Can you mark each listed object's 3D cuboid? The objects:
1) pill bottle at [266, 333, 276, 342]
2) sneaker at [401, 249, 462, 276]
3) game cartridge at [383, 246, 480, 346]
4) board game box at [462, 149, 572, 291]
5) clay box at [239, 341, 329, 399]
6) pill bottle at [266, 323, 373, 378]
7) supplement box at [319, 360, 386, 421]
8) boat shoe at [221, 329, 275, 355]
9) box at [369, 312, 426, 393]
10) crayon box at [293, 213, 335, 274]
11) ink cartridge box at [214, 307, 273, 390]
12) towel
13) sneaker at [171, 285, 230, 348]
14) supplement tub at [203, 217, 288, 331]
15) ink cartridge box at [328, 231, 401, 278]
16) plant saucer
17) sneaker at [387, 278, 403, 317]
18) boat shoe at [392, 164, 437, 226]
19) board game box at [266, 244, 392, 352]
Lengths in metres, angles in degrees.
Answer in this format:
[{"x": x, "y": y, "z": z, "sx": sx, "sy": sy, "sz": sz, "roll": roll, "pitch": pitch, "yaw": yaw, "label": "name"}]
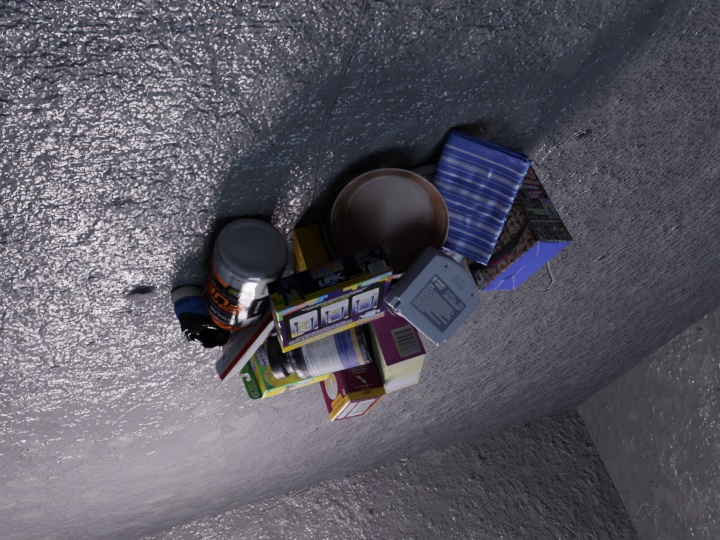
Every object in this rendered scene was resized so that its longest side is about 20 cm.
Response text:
[{"x": -0.100, "y": 0.135, "z": 1.452, "sx": 0.197, "sy": 0.112, "sz": 0.111, "roll": -5, "pitch": 150, "yaw": -30, "label": "pill bottle"}, {"x": 0.127, "y": -0.026, "z": 1.331, "sx": 0.200, "sy": 0.077, "sz": 0.140, "roll": -48, "pitch": 150, "yaw": -17, "label": "sneaker"}, {"x": 0.133, "y": 0.045, "z": 1.157, "sx": 0.134, "sy": 0.041, "sz": 0.200, "roll": -51, "pitch": 138, "yaw": -2, "label": "game cartridge"}, {"x": 0.252, "y": -0.090, "z": 1.191, "sx": 0.096, "sy": 0.202, "sz": 0.160, "roll": -1, "pitch": 148, "yaw": -37, "label": "board game box"}, {"x": -0.175, "y": 0.213, "z": 1.516, "sx": 0.198, "sy": 0.116, "sz": 0.048, "roll": -11, "pitch": 152, "yaw": -34, "label": "clay box"}, {"x": -0.080, "y": 0.150, "z": 1.319, "sx": 0.197, "sy": 0.113, "sz": 0.112, "roll": -14, "pitch": 155, "yaw": 7, "label": "pill bottle"}, {"x": -0.035, "y": 0.235, "z": 1.586, "sx": 0.102, "sy": 0.202, "sz": 0.131, "roll": -5, "pitch": 150, "yaw": -28, "label": "supplement box"}, {"x": -0.241, "y": 0.148, "z": 1.421, "sx": 0.071, "sy": 0.060, "sz": 0.200, "roll": 1, "pitch": 150, "yaw": -40, "label": "boat shoe"}, {"x": 0.072, "y": 0.168, "z": 1.567, "sx": 0.095, "sy": 0.178, "sz": 0.201, "roll": -16, "pitch": 153, "yaw": -10, "label": "box"}, {"x": -0.082, "y": 0.006, "z": 1.208, "sx": 0.050, "sy": 0.128, "sz": 0.201, "roll": -14, "pitch": 152, "yaw": -14, "label": "crayon box"}, {"x": -0.213, "y": 0.130, "z": 1.237, "sx": 0.163, "sy": 0.057, "sz": 0.200, "roll": -51, "pitch": 175, "yaw": 3, "label": "ink cartridge box"}, {"x": 0.182, "y": -0.120, "z": 1.111, "sx": 0.024, "sy": 0.143, "sz": 0.202, "roll": -59, "pitch": 169, "yaw": -65, "label": "towel"}, {"x": -0.262, "y": 0.099, "z": 1.262, "sx": 0.076, "sy": 0.112, "sz": 0.199, "roll": -35, "pitch": 151, "yaw": 26, "label": "sneaker"}, {"x": -0.201, "y": 0.014, "z": 1.137, "sx": 0.121, "sy": 0.124, "sz": 0.201, "roll": -7, "pitch": 150, "yaw": -26, "label": "supplement tub"}, {"x": 0.000, "y": 0.000, "z": 1.304, "sx": 0.142, "sy": 0.085, "sz": 0.201, "roll": -11, "pitch": 153, "yaw": -20, "label": "ink cartridge box"}, {"x": 0.049, "y": -0.085, "z": 1.114, "sx": 0.197, "sy": 0.037, "sz": 0.203, "roll": 1, "pitch": 122, "yaw": 2, "label": "plant saucer"}, {"x": 0.131, "y": 0.046, "z": 1.254, "sx": 0.197, "sy": 0.112, "sz": 0.074, "roll": -14, "pitch": 112, "yaw": -18, "label": "sneaker"}, {"x": 0.066, "y": -0.110, "z": 1.162, "sx": 0.198, "sy": 0.071, "sz": 0.071, "roll": -28, "pitch": 153, "yaw": 13, "label": "boat shoe"}, {"x": -0.050, "y": 0.050, "z": 1.107, "sx": 0.197, "sy": 0.057, "sz": 0.166, "roll": -19, "pitch": 154, "yaw": -13, "label": "board game box"}]
